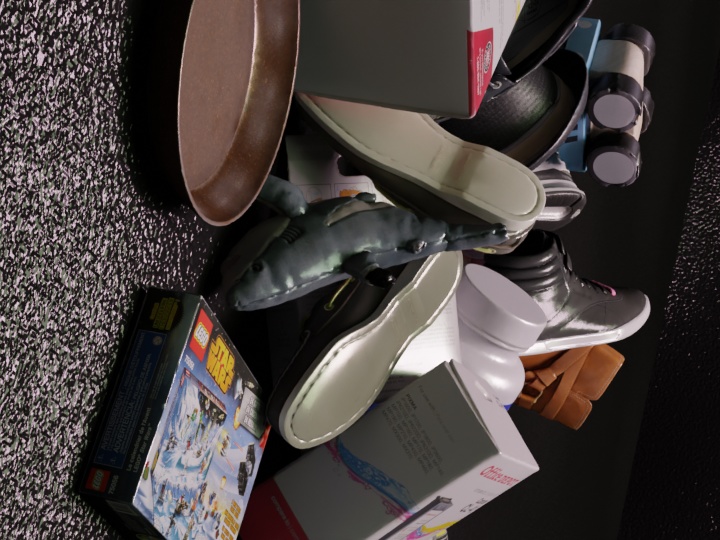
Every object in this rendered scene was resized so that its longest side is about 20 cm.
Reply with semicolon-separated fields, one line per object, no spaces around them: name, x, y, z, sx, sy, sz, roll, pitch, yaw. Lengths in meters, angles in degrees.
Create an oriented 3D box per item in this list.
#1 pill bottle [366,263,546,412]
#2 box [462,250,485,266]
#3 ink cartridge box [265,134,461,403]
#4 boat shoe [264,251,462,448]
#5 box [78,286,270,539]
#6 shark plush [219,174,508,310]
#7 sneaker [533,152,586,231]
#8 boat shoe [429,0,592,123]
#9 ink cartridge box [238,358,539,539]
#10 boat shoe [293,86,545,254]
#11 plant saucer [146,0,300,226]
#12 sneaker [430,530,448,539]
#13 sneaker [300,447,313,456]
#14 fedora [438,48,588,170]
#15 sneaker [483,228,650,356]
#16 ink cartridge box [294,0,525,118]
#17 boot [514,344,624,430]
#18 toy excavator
pill bottle;0.064;0.098;1.552;0.200;0.112;0.112;-57;171;19
box;0.055;0.082;1.669;0.100;0.095;0.201;-45;141;-64
ink cartridge box;0.000;0.000;1.427;0.160;0.050;0.201;-4;87;-41
boat shoe;-0.006;0.045;1.350;0.201;0.060;0.072;-46;139;-30
box;-0.112;0.114;1.223;0.200;0.040;0.137;66;38;-62
shark plush;0.000;-0.004;1.309;0.083;0.199;0.091;-113;-149;-57
sneaker;0.098;-0.096;1.684;0.076;0.200;0.116;-50;-131;39
boat shoe;0.097;-0.167;1.427;0.199;0.066;0.075;-31;108;-19
ink cartridge box;0.019;0.161;1.418;0.086;0.200;0.148;60;9;17
boat shoe;0.035;-0.078;1.365;0.072;0.201;0.060;-56;174;-35
plant saucer;-0.087;-0.129;1.181;0.200;0.034;0.201;9;90;-73
sneaker;0.059;0.253;1.821;0.200;0.075;0.077;79;27;-54
sneaker;-0.006;0.067;1.497;0.073;0.070;0.201;-29;127;-69
fedora;0.081;-0.139;1.535;0.092;0.200;0.201;52;44;-31
sneaker;0.180;0.010;1.646;0.199;0.071;0.100;-10;108;-37
ink cartridge box;0.039;-0.232;1.344;0.200;0.144;0.146;-64;157;-44
boot;0.135;0.106;1.761;0.200;0.154;0.074;-54;-171;39
toy excavator;0.152;-0.176;1.653;0.100;0.199;0.195;-71;162;-45
